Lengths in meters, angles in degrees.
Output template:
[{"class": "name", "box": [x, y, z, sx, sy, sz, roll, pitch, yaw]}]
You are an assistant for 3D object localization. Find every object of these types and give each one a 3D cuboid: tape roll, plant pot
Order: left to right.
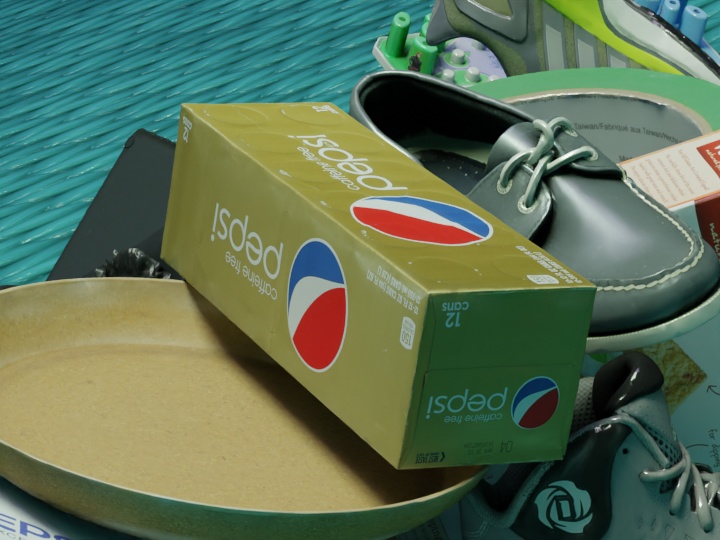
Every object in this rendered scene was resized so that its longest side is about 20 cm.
[{"class": "plant pot", "box": [-0.051, 0.051, 0.955, 0.198, 0.028, 0.200, 10, 18, -3]}, {"class": "tape roll", "box": [0.086, -0.029, 1.243, 0.199, 0.048, 0.201, -8, 27, 4]}]

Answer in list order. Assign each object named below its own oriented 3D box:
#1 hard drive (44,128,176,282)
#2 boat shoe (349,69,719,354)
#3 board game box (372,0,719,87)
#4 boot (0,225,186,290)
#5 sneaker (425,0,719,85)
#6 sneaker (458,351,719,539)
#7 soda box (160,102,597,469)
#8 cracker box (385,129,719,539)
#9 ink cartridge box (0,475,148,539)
[{"class": "hard drive", "box": [-0.106, 0.043, 1.211, 0.139, 0.033, 0.201, 26, 85, 53]}, {"class": "boat shoe", "box": [0.057, -0.025, 1.018, 0.073, 0.062, 0.200, -29, 30, -22]}, {"class": "board game box", "box": [0.136, -0.074, 1.417, 0.199, 0.026, 0.200, -9, 44, -31]}, {"class": "boot", "box": [-0.117, 0.071, 1.108, 0.168, 0.076, 0.201, -20, 43, 44]}, {"class": "sneaker", "box": [0.118, -0.092, 1.358, 0.081, 0.200, 0.074, -52, 1, 11]}, {"class": "sneaker", "box": [0.127, 0.080, 0.958, 0.198, 0.116, 0.075, -11, 18, 0]}, {"class": "soda box", "box": [0.000, 0.000, 0.985, 0.067, 0.064, 0.200, -1, 21, -28]}, {"class": "cracker box", "box": [0.078, 0.040, 1.099, 0.199, 0.135, 0.058, -19, 27, -3]}, {"class": "ink cartridge box", "box": [-0.056, 0.110, 0.963, 0.195, 0.044, 0.200, 25, 10, -13]}]
